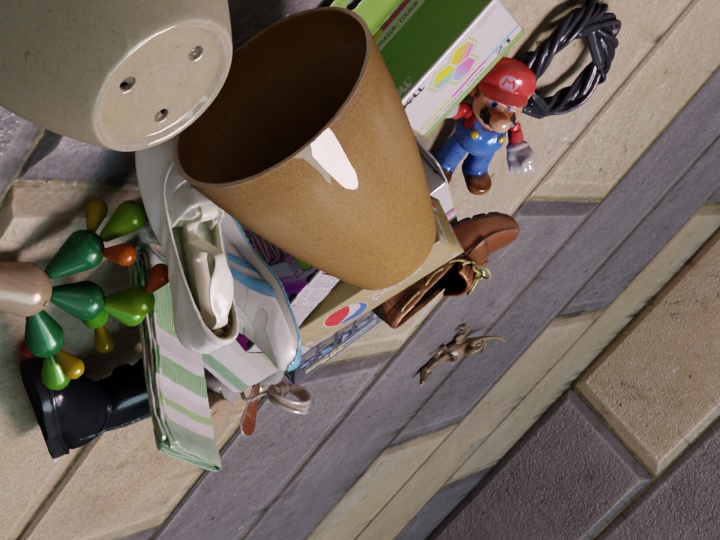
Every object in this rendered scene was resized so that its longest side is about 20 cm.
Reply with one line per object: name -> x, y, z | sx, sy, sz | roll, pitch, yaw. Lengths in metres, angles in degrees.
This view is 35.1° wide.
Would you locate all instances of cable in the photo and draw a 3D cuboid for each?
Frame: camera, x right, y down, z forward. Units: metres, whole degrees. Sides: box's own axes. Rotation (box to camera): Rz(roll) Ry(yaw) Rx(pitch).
cable -> 0.253, -0.257, 1.397 | 0.164, 0.051, 0.199 | -55, 154, 18

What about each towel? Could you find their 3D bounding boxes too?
towel -> -0.098, 0.042, 1.236 | 0.199, 0.031, 0.149 | -34, 132, 11
towel -> -0.176, 0.085, 1.099 | 0.023, 0.202, 0.153 | -15, 161, 8

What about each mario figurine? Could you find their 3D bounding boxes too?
mario figurine -> 0.141, -0.156, 1.303 | 0.123, 0.106, 0.201 | -26, 155, -31

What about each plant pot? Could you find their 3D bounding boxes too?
plant pot -> -0.021, -0.080, 0.944 | 0.186, 0.187, 0.200 | -42, 129, 1

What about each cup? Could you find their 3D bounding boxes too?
cup -> -0.160, -0.160, 0.709 | 0.199, 0.143, 0.201 | -35, 158, -17

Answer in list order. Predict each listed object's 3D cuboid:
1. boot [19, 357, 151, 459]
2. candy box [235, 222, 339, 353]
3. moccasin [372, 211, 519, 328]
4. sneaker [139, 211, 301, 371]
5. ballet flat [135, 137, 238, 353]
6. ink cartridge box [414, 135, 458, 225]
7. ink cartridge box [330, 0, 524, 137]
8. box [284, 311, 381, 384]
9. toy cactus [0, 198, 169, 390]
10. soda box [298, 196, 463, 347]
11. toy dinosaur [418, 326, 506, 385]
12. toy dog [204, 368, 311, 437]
boot -> -0.248, 0.113, 1.148 | 0.167, 0.077, 0.201 | -23, 161, -18
candy box -> -0.075, -0.036, 1.108 | 0.200, 0.137, 0.061 | -48, 159, 13
moccasin -> 0.099, 0.000, 1.237 | 0.200, 0.078, 0.074 | -27, 155, -31
sneaker -> -0.124, 0.014, 1.034 | 0.080, 0.201, 0.077 | -32, 165, -19
ballet flat -> -0.136, -0.028, 0.952 | 0.069, 0.202, 0.069 | -10, -171, 2
ink cartridge box -> 0.041, -0.093, 1.231 | 0.067, 0.117, 0.200 | -39, 158, -5
ink cartridge box -> 0.055, -0.221, 1.062 | 0.148, 0.076, 0.200 | -46, 160, 11
box -> -0.023, 0.047, 1.481 | 0.199, 0.051, 0.158 | -35, 158, -19
toy cactus -> -0.257, 0.013, 0.982 | 0.164, 0.103, 0.200 | 12, 128, -42
soda box -> 0.000, 0.000, 1.141 | 0.199, 0.065, 0.068 | -32, 159, 20
toy dinosaur -> 0.183, 0.135, 2.037 | 0.198, 0.059, 0.101 | -25, 169, -21
toy dog -> -0.168, 0.159, 1.354 | 0.198, 0.132, 0.097 | 6, 119, -40
